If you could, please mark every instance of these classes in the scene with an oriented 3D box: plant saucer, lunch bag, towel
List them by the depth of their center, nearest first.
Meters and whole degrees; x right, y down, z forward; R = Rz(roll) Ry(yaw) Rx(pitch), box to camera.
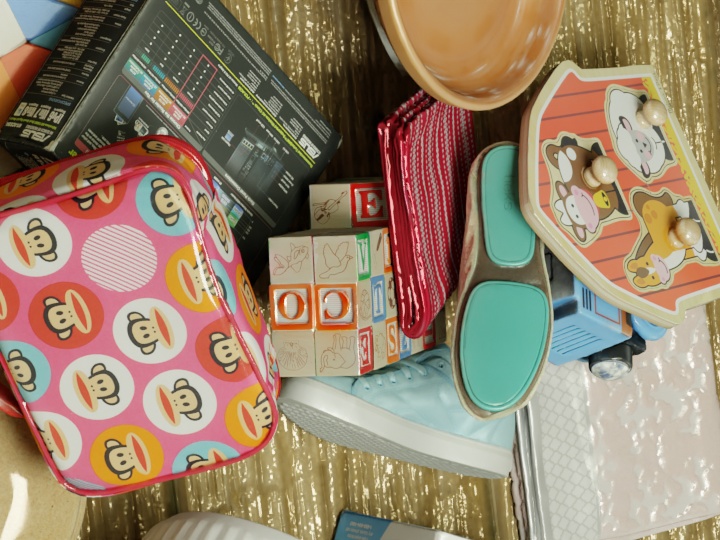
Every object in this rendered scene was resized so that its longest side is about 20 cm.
[{"bbox_3d":[-0.151,0.033,1.367,0.175,0.082,0.201,-16,112,7],"label":"lunch bag"},{"bbox_3d":[0.067,-0.206,1.517,0.200,0.037,0.202,-4,96,-50],"label":"plant saucer"},{"bbox_3d":[0.053,-0.051,1.537,0.200,0.022,0.146,-47,133,-67],"label":"towel"},{"bbox_3d":[0.188,0.100,1.699,0.190,0.032,0.201,-13,99,-31],"label":"towel"}]

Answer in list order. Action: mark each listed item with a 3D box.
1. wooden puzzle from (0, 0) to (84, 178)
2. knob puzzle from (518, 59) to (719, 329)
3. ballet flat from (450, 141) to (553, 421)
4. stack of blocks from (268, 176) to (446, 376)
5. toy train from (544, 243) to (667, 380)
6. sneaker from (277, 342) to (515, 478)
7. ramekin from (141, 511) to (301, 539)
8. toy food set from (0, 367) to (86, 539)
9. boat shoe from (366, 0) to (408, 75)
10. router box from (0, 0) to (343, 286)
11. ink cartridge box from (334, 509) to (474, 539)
[{"bbox_3d":[-0.236,-0.153,1.428,0.200,0.037,0.186,-34,108,-27],"label":"wooden puzzle"},{"bbox_3d":[0.181,-0.056,1.575,0.219,0.030,0.221,23,53,-34],"label":"knob puzzle"},{"bbox_3d":[0.095,0.013,1.540,0.067,0.062,0.201,9,68,-3],"label":"ballet flat"},{"bbox_3d":[0.000,0.000,1.497,0.200,0.058,0.116,-16,104,-72],"label":"stack of blocks"},{"bbox_3d":[0.156,-0.025,1.614,0.114,0.086,0.201,26,54,-41],"label":"toy train"},{"bbox_3d":[0.025,0.084,1.581,0.199,0.074,0.083,20,73,-39],"label":"sneaker"},{"bbox_3d":[-0.070,0.230,1.453,0.202,0.202,0.095,37,62,-27],"label":"ramekin"},{"bbox_3d":[-0.257,0.137,1.414,0.198,0.049,0.201,42,70,-26],"label":"toy food set"},{"bbox_3d":[0.027,-0.225,1.543,0.063,0.071,0.201,-12,118,8],"label":"boat shoe"},{"bbox_3d":[-0.116,-0.083,1.460,0.200,0.062,0.150,47,66,-41],"label":"router box"},{"bbox_3d":[0.044,0.278,1.557,0.125,0.128,0.201,18,82,-31],"label":"ink cartridge box"}]
